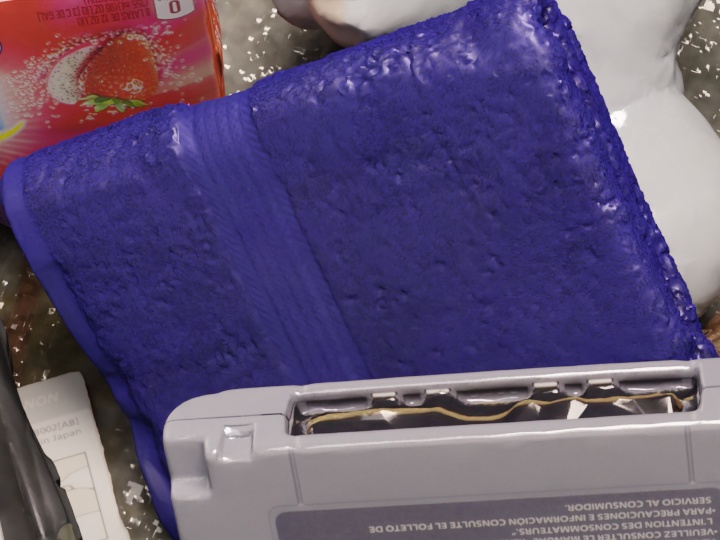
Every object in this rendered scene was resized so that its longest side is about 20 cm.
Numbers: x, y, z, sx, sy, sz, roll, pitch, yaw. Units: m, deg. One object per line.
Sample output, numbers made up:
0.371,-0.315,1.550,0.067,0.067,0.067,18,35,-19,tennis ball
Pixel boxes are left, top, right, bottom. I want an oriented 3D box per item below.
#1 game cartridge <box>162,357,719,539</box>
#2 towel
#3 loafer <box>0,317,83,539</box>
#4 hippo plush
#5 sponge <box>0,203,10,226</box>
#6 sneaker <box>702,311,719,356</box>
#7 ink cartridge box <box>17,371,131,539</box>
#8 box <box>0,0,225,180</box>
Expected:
0.047,0.092,0.896,0.200,0.133,0.041,-3,31,8,game cartridge
0.000,0.000,0.915,0.200,0.050,0.148,-17,108,26,towel
-0.143,0.052,0.940,0.070,0.068,0.201,-14,53,-15,loafer
0.076,-0.059,0.978,0.200,0.159,0.161,-11,96,12,hippo plush
-0.126,-0.120,1.051,0.112,0.030,0.200,23,69,12,sponge
0.143,0.036,0.962,0.200,0.070,0.076,-19,50,-11,sneaker
-0.141,0.141,0.941,0.163,0.057,0.200,-16,45,-5,ink cartridge box
-0.149,-0.087,0.960,0.200,0.095,0.100,-9,51,-2,box
